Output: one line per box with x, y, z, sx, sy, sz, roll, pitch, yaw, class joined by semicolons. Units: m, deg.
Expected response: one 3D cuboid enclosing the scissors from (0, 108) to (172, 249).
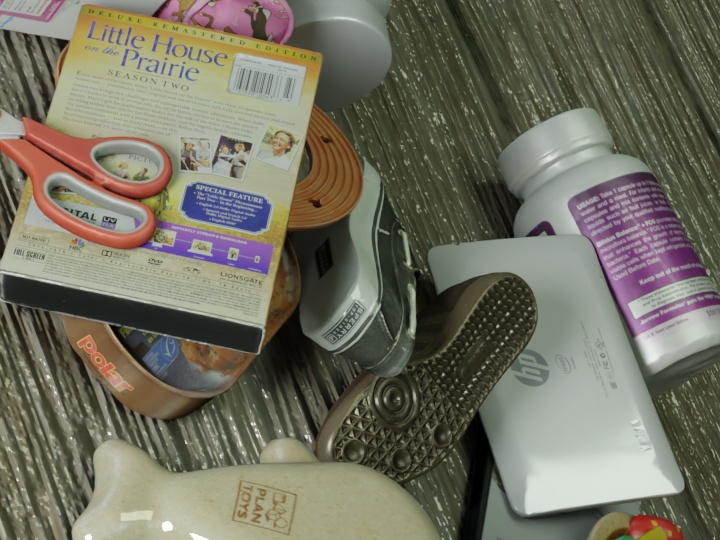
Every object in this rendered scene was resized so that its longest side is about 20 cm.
-0.193;-0.073;1.173;0.199;0.014;0.073;25;56;6;scissors

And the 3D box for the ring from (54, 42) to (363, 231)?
-0.091;-0.083;1.313;0.200;0.019;0.201;21;31;-13;ring

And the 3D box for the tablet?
0.128;0.065;1.439;0.130;0.014;0.201;-5;60;-25;tablet

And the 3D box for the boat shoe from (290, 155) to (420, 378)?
0.000;0.000;1.345;0.064;0.071;0.200;38;24;-21;boat shoe

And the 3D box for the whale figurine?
-0.056;0.158;1.142;0.199;0.104;0.159;18;42;-9;whale figurine

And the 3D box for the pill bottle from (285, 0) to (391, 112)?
-0.041;-0.213;1.469;0.116;0.116;0.201;23;43;-39;pill bottle

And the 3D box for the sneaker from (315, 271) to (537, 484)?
0.032;0.074;1.348;0.200;0.075;0.071;-39;104;-36;sneaker

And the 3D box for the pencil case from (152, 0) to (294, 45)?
-0.112;-0.206;1.370;0.086;0.083;0.200;-4;48;-29;pencil case

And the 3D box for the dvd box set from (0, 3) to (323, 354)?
-0.107;-0.055;1.205;0.146;0.029;0.200;11;53;-2;dvd box set

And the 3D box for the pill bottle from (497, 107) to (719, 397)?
0.178;-0.011;1.563;0.112;0.112;0.200;-4;64;-53;pill bottle

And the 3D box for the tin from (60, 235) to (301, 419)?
-0.102;0.010;1.255;0.112;0.042;0.200;53;32;-8;tin

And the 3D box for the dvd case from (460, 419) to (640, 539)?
0.127;0.164;1.420;0.143;0.018;0.200;41;35;-21;dvd case

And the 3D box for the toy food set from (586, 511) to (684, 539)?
0.199;0.246;1.380;0.198;0.049;0.201;-13;80;-63;toy food set

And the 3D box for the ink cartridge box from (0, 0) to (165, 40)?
-0.213;-0.220;1.269;0.200;0.085;0.145;5;55;-44;ink cartridge box
